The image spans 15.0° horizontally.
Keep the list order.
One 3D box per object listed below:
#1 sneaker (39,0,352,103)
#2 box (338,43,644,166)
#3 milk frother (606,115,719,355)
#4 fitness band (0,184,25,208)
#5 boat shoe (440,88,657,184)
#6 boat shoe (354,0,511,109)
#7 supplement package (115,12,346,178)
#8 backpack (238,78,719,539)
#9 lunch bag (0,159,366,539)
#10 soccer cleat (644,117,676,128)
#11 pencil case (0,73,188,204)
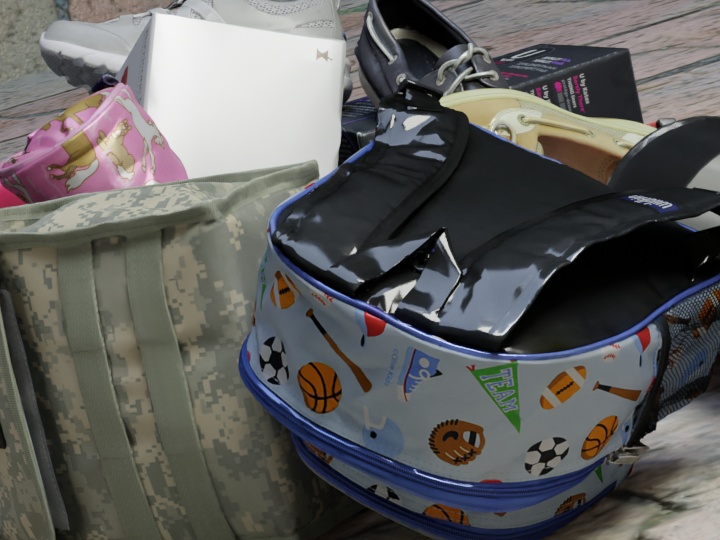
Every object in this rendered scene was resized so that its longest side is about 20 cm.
[{"bbox_3d":[-0.104,-0.147,1.743,0.200,0.082,0.075,3,-15,-2],"label":"sneaker"},{"bbox_3d":[0.071,-0.069,1.751,0.200,0.106,0.122,-19,14,-22],"label":"box"},{"bbox_3d":[0.218,-0.054,1.269,0.180,0.200,0.188,-13,11,-16],"label":"milk frother"},{"bbox_3d":[-0.160,0.008,1.462,0.144,0.037,0.200,-16,42,-25],"label":"fitness band"},{"bbox_3d":[0.107,-0.052,1.519,0.200,0.073,0.063,8,21,-31],"label":"boat shoe"},{"bbox_3d":[0.050,-0.107,1.626,0.073,0.063,0.200,-16,35,-18],"label":"boat shoe"},{"bbox_3d":[-0.092,-0.064,1.652,0.120,0.121,0.200,8,-15,-14],"label":"supplement package"},{"bbox_3d":[0.042,0.023,1.134,0.200,0.154,0.190,21,21,27],"label":"backpack"},{"bbox_3d":[-0.108,0.046,1.241,0.200,0.164,0.118,-8,9,30],"label":"lunch bag"},{"bbox_3d":[0.114,-0.043,1.669,0.200,0.069,0.085,-13,-22,-4],"label":"soccer cleat"},{"bbox_3d":[-0.091,0.002,1.363,0.083,0.200,0.087,-31,13,34],"label":"pencil case"}]
